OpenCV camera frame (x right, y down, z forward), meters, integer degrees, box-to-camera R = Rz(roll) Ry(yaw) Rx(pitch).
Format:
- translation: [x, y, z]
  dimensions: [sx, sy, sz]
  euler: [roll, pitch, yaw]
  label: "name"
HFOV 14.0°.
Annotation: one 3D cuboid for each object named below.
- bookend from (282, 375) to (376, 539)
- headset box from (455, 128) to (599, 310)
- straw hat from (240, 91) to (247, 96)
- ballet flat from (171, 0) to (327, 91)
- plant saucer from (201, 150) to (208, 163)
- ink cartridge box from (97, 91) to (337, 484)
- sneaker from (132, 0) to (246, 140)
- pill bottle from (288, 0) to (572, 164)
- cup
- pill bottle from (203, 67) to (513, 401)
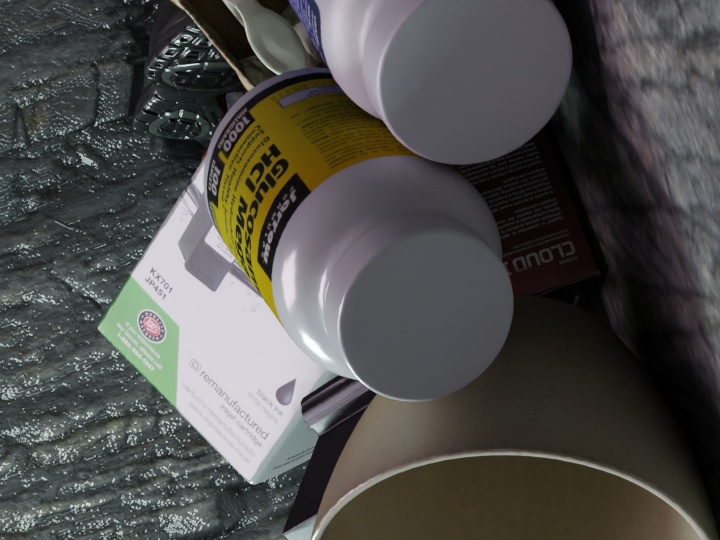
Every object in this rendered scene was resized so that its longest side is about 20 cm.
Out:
- translation: [0.043, 0.173, 1.551]
  dimensions: [0.200, 0.092, 0.199]
  euler: [45, -144, -17]
  label: "bookend"
- translation: [0.062, -0.039, 1.568]
  dimensions: [0.149, 0.075, 0.200]
  euler: [91, 160, -74]
  label: "headset box"
- translation: [-0.022, -0.185, 1.801]
  dimensions: [0.201, 0.085, 0.202]
  euler: [176, 90, -75]
  label: "straw hat"
- translation: [-0.074, -0.162, 1.635]
  dimensions: [0.200, 0.071, 0.065]
  euler: [47, 178, -3]
  label: "ballet flat"
- translation: [0.000, 0.000, 1.778]
  dimensions: [0.037, 0.199, 0.200]
  euler: [-21, -87, -56]
  label: "plant saucer"
- translation: [-0.044, 0.003, 1.733]
  dimensions: [0.147, 0.083, 0.200]
  euler: [44, 122, 16]
  label: "ink cartridge box"
- translation: [-0.100, -0.147, 1.807]
  dimensions: [0.200, 0.076, 0.091]
  euler: [141, 134, -67]
  label: "sneaker"
- translation: [0.026, -0.137, 1.403]
  dimensions: [0.200, 0.115, 0.116]
  euler: [-117, 10, -56]
  label: "pill bottle"
- translation: [0.078, 0.097, 1.439]
  dimensions: [0.201, 0.200, 0.143]
  euler: [78, -166, -47]
  label: "cup"
- translation: [0.000, -0.016, 1.402]
  dimensions: [0.200, 0.112, 0.113]
  euler: [-129, 21, -62]
  label: "pill bottle"
